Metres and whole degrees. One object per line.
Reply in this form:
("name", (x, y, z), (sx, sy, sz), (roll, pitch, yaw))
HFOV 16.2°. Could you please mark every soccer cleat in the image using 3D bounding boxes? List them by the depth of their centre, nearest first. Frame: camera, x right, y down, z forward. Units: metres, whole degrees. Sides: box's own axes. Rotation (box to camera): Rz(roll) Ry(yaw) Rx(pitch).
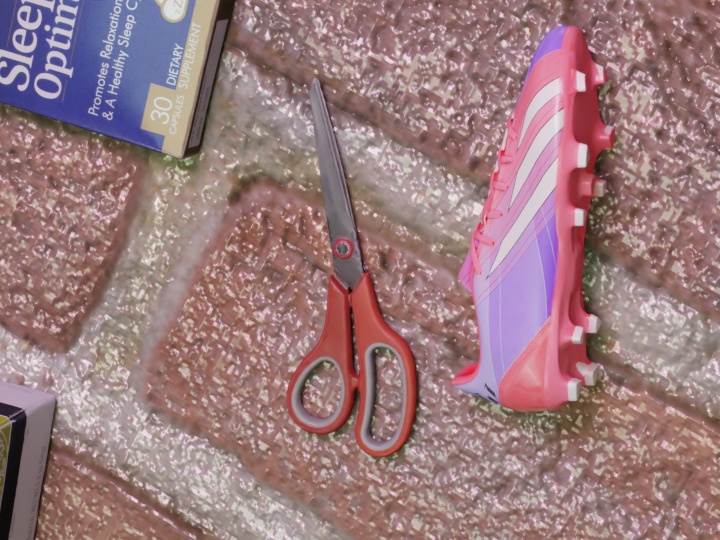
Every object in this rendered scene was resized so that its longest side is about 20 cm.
("soccer cleat", (0.085, -0.025, 1.295), (0.076, 0.067, 0.201), (5, 104, 20))

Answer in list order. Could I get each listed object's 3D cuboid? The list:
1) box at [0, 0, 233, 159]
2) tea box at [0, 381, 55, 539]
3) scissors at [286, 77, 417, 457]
("box", (-0.169, -0.146, 1.363), (0.199, 0.032, 0.122), (17, 104, 14))
("tea box", (-0.272, 0.164, 1.360), (0.133, 0.197, 0.201), (14, 104, 13))
("scissors", (0.000, 0.000, 1.351), (0.073, 0.014, 0.201), (7, 101, 17))
